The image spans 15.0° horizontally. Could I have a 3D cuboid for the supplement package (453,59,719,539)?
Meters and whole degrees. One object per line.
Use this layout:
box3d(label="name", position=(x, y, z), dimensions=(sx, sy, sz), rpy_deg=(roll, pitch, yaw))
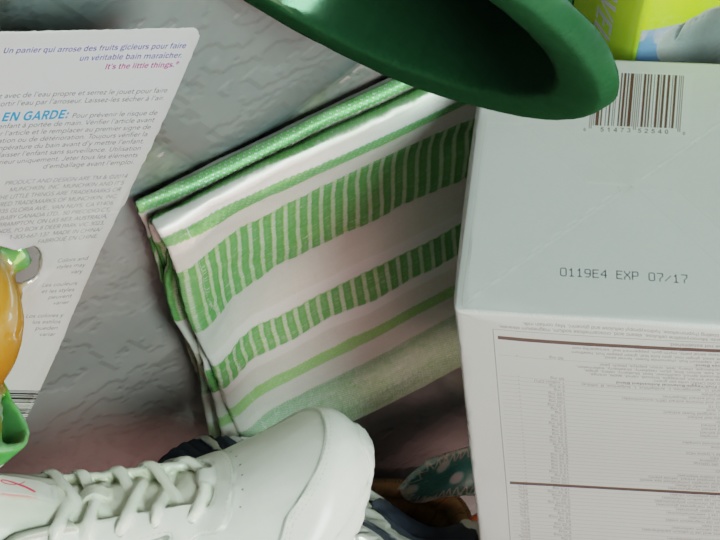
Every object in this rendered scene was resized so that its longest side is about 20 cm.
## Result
box3d(label="supplement package", position=(0.098, 0.028, 0.986), dimensions=(0.113, 0.110, 0.200), rpy_deg=(4, 146, 8))

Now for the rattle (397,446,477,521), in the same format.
box3d(label="rattle", position=(0.115, 0.063, 1.188), dimensions=(0.200, 0.143, 0.130), rpy_deg=(-40, 107, 13))

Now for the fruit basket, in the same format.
box3d(label="fruit basket", position=(-0.162, -0.002, 0.838), dimensions=(0.185, 0.094, 0.200), rpy_deg=(-5, 132, -38))

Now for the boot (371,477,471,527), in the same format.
box3d(label="boot", position=(-0.047, 0.167, 1.170), dimensions=(0.200, 0.073, 0.156), rpy_deg=(-15, 148, -46))

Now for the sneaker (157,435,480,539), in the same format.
box3d(label="sneaker", position=(-0.015, 0.150, 1.078), dimensions=(0.199, 0.079, 0.130), rpy_deg=(20, 102, -36))

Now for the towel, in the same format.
box3d(label="towel", position=(0.000, 0.000, 1.032), dimensions=(0.152, 0.023, 0.200), rpy_deg=(-27, 149, -8))

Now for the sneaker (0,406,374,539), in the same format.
box3d(label="sneaker", position=(-0.090, 0.100, 0.957), dimensions=(0.200, 0.078, 0.099), rpy_deg=(-34, 119, 4))

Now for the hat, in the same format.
box3d(label="hat", position=(0.038, -0.155, 0.811), dimensions=(0.176, 0.165, 0.200), rpy_deg=(-64, 160, -9))

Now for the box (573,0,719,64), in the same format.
box3d(label="box", position=(0.137, -0.091, 0.997), dimensions=(0.122, 0.048, 0.200), rpy_deg=(-19, 147, -17))
